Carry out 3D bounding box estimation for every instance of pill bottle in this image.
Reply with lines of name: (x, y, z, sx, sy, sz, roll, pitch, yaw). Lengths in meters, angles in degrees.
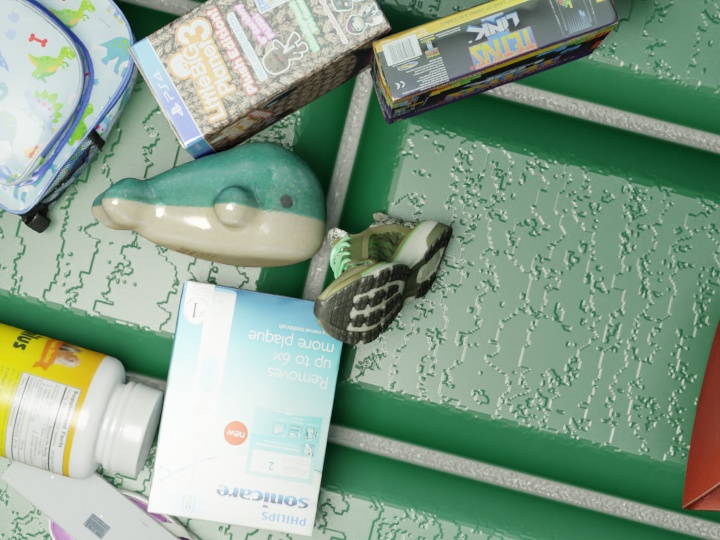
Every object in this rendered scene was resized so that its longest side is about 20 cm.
pill bottle: (-0.276, 0.113, 1.548, 0.198, 0.109, 0.110, 17, 88, 2)

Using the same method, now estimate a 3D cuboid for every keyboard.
keyboard: (-0.224, 0.217, 1.564, 0.199, 0.011, 0.056, 35, 79, 18)

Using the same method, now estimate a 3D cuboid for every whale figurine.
whale figurine: (-0.126, -0.063, 1.534, 0.198, 0.159, 0.105, 8, 83, -16)

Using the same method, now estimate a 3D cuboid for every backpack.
backpack: (-0.290, -0.167, 1.541, 0.183, 0.147, 0.200, 38, 86, -1)

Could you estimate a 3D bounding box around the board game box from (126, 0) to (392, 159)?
board game box: (-0.082, -0.187, 1.534, 0.199, 0.159, 0.097, -30, 88, 0)

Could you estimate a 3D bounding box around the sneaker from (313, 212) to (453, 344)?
sneaker: (0.000, 0.000, 1.532, 0.088, 0.200, 0.077, 24, 117, 20)

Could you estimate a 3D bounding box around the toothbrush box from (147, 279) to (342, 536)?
toothbrush box: (-0.099, 0.118, 1.557, 0.145, 0.085, 0.202, 10, 89, -5)

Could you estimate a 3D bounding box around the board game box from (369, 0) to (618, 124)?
board game box: (0.109, -0.189, 1.530, 0.198, 0.165, 0.057, -19, 87, 0)

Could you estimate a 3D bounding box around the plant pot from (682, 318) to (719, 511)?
plant pot: (0.385, 0.106, 1.517, 0.198, 0.200, 0.178, 2, 75, 0)

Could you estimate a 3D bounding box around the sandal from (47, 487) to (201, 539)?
sandal: (-0.181, 0.251, 1.574, 0.202, 0.050, 0.083, 27, 86, 3)
